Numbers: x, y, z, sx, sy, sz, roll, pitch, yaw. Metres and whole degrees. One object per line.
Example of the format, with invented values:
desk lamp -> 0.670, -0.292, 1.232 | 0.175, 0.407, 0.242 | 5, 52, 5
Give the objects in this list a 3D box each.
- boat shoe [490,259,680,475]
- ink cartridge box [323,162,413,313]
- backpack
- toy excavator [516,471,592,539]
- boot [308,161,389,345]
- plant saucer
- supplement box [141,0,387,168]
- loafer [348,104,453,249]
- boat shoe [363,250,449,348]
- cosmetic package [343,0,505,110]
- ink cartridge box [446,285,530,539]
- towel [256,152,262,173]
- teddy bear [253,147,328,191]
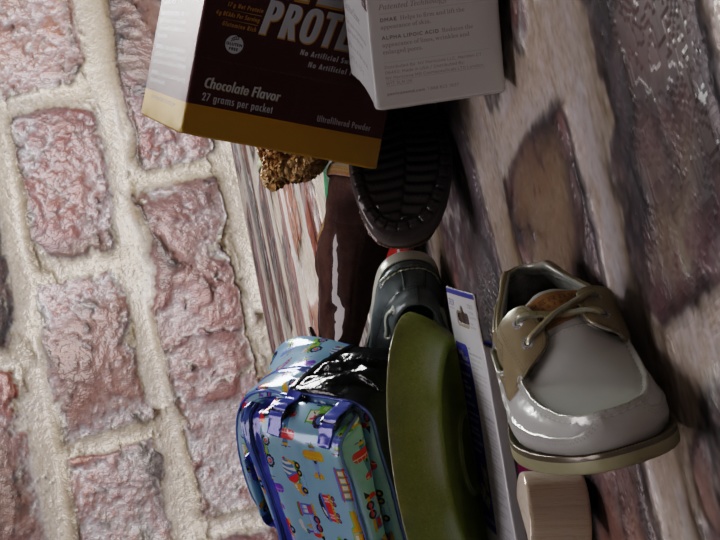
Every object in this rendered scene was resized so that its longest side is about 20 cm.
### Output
boat shoe -> 0.096, 0.043, 0.768 | 0.200, 0.075, 0.068 | -133, 28, -78
ink cartridge box -> 0.006, -0.023, 1.449 | 0.200, 0.050, 0.161 | -105, 9, -47
backpack -> -0.023, 0.145, 1.226 | 0.200, 0.135, 0.183 | 9, 120, 44
toy excavator -> 0.109, 0.241, 0.904 | 0.200, 0.100, 0.195 | -96, 4, -45
boot -> 0.000, 0.000, 1.287 | 0.200, 0.072, 0.166 | 143, 131, -81
plant saucer -> 0.061, 0.125, 1.073 | 0.200, 0.031, 0.200 | -10, -90, -74
supplement box -> -0.057, -0.187, 1.090 | 0.197, 0.133, 0.200 | -149, 70, -73
loafer -> 0.028, -0.090, 1.149 | 0.071, 0.073, 0.200 | 84, -178, -53
boat shoe -> 0.037, 0.082, 1.260 | 0.062, 0.073, 0.200 | -104, 13, -55
cosmetic package -> 0.028, -0.205, 0.922 | 0.113, 0.081, 0.200 | -116, 17, -70
ink cartridge box -> 0.093, 0.108, 1.020 | 0.095, 0.037, 0.200 | -162, 60, -82
towel -> -0.050, -0.174, 1.446 | 0.200, 0.036, 0.148 | 147, 125, -62
teddy bear -> -0.049, -0.160, 1.295 | 0.067, 0.145, 0.200 | 49, -125, -37
